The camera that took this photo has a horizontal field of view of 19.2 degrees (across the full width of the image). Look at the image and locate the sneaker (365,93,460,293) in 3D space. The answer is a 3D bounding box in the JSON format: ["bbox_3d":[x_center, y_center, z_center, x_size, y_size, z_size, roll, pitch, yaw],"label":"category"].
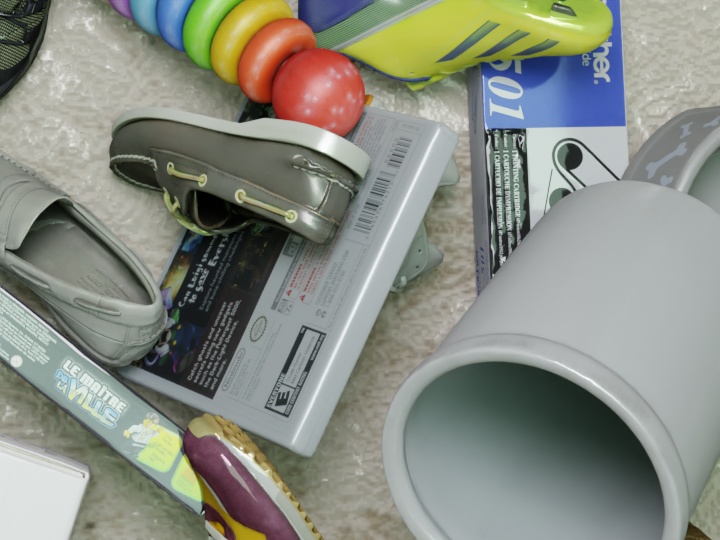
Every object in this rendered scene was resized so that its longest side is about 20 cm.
[{"bbox_3d":[0.000,0.000,1.293,0.091,0.076,0.201,24,86,-12],"label":"sneaker"}]

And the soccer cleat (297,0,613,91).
[{"bbox_3d":[0.057,-0.147,1.286,0.199,0.065,0.084,10,120,20],"label":"soccer cleat"}]

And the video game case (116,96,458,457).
[{"bbox_3d":[-0.046,-0.007,1.243,0.023,0.181,0.201,30,82,-41],"label":"video game case"}]

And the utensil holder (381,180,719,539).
[{"bbox_3d":[0.128,0.064,1.178,0.170,0.170,0.200,44,41,-2],"label":"utensil holder"}]

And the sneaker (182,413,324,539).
[{"bbox_3d":[-0.059,0.173,1.184,0.090,0.075,0.201,-35,116,-5],"label":"sneaker"}]

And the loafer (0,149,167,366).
[{"bbox_3d":[-0.192,-0.027,1.256,0.200,0.070,0.070,38,55,5],"label":"loafer"}]

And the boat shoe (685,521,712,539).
[{"bbox_3d":[0.138,0.158,1.269,0.199,0.071,0.070,33,98,37],"label":"boat shoe"}]

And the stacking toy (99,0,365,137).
[{"bbox_3d":[-0.072,-0.146,1.247,0.200,0.085,0.085,40,81,24],"label":"stacking toy"}]

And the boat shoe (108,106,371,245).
[{"bbox_3d":[-0.081,-0.053,1.232,0.072,0.201,0.061,30,74,-44],"label":"boat shoe"}]

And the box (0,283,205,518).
[{"bbox_3d":[-0.164,0.068,1.246,0.200,0.110,0.035,39,82,-3],"label":"box"}]

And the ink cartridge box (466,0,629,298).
[{"bbox_3d":[0.117,-0.075,1.325,0.093,0.044,0.202,-1,86,-9],"label":"ink cartridge box"}]

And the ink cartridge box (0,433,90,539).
[{"bbox_3d":[-0.210,0.167,1.187,0.082,0.200,0.148,19,84,-5],"label":"ink cartridge box"}]

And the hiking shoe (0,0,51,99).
[{"bbox_3d":[-0.209,-0.188,1.261,0.075,0.101,0.201,24,82,-2],"label":"hiking shoe"}]

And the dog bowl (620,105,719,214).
[{"bbox_3d":[0.251,-0.010,1.309,0.198,0.059,0.202,2,86,-21],"label":"dog bowl"}]
